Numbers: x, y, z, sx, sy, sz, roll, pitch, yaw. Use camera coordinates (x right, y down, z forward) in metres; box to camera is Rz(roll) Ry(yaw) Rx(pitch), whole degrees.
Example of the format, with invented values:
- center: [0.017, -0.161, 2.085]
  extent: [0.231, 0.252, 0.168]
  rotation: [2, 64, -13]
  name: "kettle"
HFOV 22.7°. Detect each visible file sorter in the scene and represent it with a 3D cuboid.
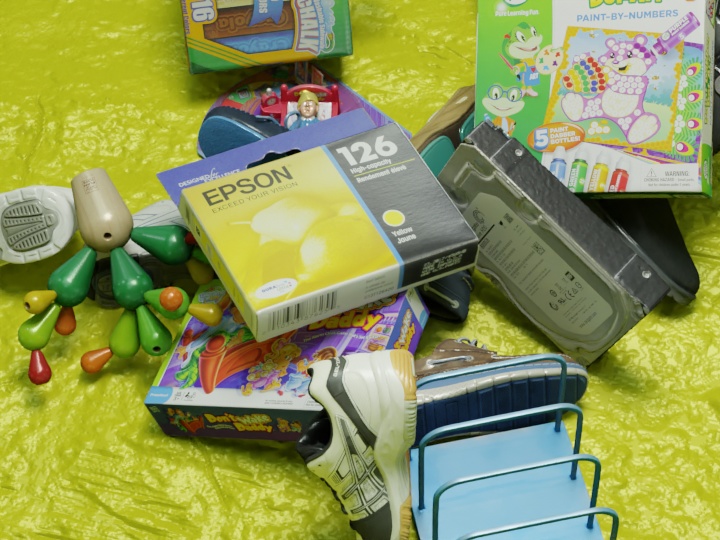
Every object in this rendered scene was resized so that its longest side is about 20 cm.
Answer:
- center: [0.116, 0.181, 1.347]
  extent: [0.139, 0.123, 0.200]
  rotation: [-11, 52, -6]
  name: "file sorter"

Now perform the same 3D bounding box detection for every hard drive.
- center: [0.144, -0.019, 1.455]
  extent: [0.200, 0.140, 0.038]
  rotation: [45, 63, 5]
  name: "hard drive"

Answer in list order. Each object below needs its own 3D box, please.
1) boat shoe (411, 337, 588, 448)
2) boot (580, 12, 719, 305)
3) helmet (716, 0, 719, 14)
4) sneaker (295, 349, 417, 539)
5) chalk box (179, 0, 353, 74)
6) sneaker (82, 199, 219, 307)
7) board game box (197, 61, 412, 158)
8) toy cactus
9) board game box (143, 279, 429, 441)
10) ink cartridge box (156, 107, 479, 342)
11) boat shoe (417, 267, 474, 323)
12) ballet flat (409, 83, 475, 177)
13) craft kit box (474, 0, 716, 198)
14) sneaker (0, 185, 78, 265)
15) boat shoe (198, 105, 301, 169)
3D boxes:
- center: [0.083, 0.090, 1.453]
  extent: [0.200, 0.072, 0.072]
  rotation: [-9, 44, -9]
  name: "boat shoe"
- center: [0.285, -0.093, 1.508]
  extent: [0.165, 0.066, 0.200]
  rotation: [45, 101, 2]
  name: "boot"
- center: [0.238, -0.209, 1.608]
  extent: [0.200, 0.200, 0.191]
  rotation: [29, 88, 23]
  name: "helmet"
- center: [-0.004, 0.142, 1.338]
  extent: [0.088, 0.200, 0.076]
  rotation: [-1, 31, -2]
  name: "sneaker"
- center: [-0.071, -0.270, 1.690]
  extent: [0.200, 0.124, 0.125]
  rotation: [-6, 24, -3]
  name: "chalk box"
- center: [-0.149, -0.030, 1.559]
  extent: [0.200, 0.075, 0.087]
  rotation: [-6, 46, -4]
  name: "sneaker"
- center: [-0.054, -0.131, 1.653]
  extent: [0.158, 0.039, 0.200]
  rotation: [-37, 59, -24]
  name: "board game box"
- center: [-0.202, -0.004, 1.472]
  extent: [0.200, 0.102, 0.165]
  rotation: [-25, 77, 9]
  name: "toy cactus"
- center: [-0.059, 0.071, 1.448]
  extent: [0.200, 0.045, 0.135]
  rotation: [0, 48, 28]
  name: "board game box"
- center: [-0.037, -0.053, 1.443]
  extent: [0.197, 0.047, 0.200]
  rotation: [-20, 55, -20]
  name: "ink cartridge box"
- center: [0.000, 0.000, 1.511]
  extent: [0.200, 0.075, 0.062]
  rotation: [15, 66, -18]
  name: "boat shoe"
- center: [0.071, -0.107, 1.615]
  extent: [0.063, 0.069, 0.200]
  rotation: [4, 34, 39]
  name: "ballet flat"
- center: [0.193, -0.159, 1.487]
  extent: [0.200, 0.049, 0.198]
  rotation: [0, 84, 24]
  name: "craft kit box"
- center: [-0.325, -0.032, 1.572]
  extent: [0.200, 0.078, 0.099]
  rotation: [-7, 8, 17]
  name: "sneaker"
- center: [-0.052, -0.084, 1.577]
  extent: [0.200, 0.084, 0.069]
  rotation: [35, 44, -15]
  name: "boat shoe"
